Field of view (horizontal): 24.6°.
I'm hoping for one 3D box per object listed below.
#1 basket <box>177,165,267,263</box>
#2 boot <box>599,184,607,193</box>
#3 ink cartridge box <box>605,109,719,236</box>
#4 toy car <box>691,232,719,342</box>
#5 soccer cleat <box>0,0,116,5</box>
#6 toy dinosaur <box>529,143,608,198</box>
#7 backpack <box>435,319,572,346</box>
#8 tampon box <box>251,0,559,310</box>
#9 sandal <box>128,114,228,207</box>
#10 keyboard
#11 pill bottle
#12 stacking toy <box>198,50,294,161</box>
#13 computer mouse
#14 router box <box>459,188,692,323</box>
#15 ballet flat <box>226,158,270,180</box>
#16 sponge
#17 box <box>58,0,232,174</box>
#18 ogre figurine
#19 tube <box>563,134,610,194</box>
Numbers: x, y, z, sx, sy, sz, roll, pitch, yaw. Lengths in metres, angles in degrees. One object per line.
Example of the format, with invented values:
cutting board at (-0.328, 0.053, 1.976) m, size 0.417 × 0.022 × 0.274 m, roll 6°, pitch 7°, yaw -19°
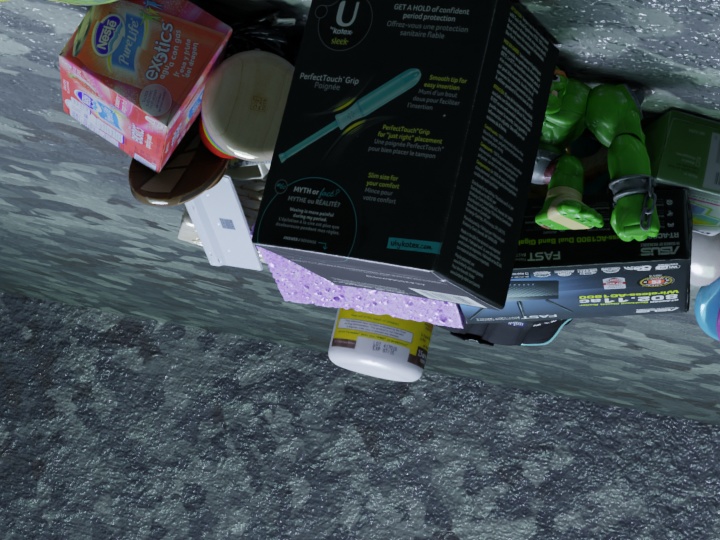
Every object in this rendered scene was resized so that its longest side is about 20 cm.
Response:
basket at (-0.085, -0.074, 1.704) m, size 0.199 × 0.124 × 0.136 m, roll 14°, pitch 171°, yaw -7°
boot at (0.193, -0.049, 1.514) m, size 0.203 × 0.074 × 0.154 m, roll 30°, pitch -158°, yaw 0°
ink cartridge box at (0.270, -0.075, 1.393) m, size 0.103 × 0.060 × 0.200 m, roll 14°, pitch 171°, yaw -7°
toy car at (0.383, 0.019, 1.521) m, size 0.174 × 0.151 × 0.200 m, roll 17°, pitch 170°, yaw -26°
soccer cleat at (-0.236, -0.220, 1.213) m, size 0.199 × 0.065 × 0.084 m, roll 6°, pitch 172°, yaw 36°
toy dinosaur at (0.137, -0.061, 1.369) m, size 0.200 × 0.061 × 0.106 m, roll -32°, pitch 137°, yaw 32°
backpack at (0.143, -0.005, 1.689) m, size 0.175 × 0.154 × 0.200 m, roll 13°, pitch 154°, yaw 0°
tampon box at (0.036, -0.090, 1.181) m, size 0.149 × 0.201 × 0.126 m, roll 9°, pitch 171°, yaw 29°
sandal at (-0.154, -0.104, 1.491) m, size 0.081 × 0.055 × 0.200 m, roll 4°, pitch -149°, yaw 4°
keyboard at (-0.136, -0.047, 1.600) m, size 0.056 × 0.011 × 0.200 m, roll 3°, pitch 155°, yaw 8°
pill bottle at (0.036, 0.016, 1.836) m, size 0.109 × 0.201 × 0.109 m, roll 13°, pitch 171°, yaw 2°
stacking toy at (-0.098, -0.128, 1.355) m, size 0.085 × 0.086 × 0.200 m, roll 15°, pitch 178°, yaw -12°
computer mouse at (-0.023, -0.158, 1.352) m, size 0.199 × 0.053 × 0.138 m, roll 31°, pitch 167°, yaw -23°
router box at (0.173, -0.008, 1.366) m, size 0.199 × 0.062 × 0.150 m, roll -3°, pitch 162°, yaw 10°
ballet flat at (-0.093, -0.119, 1.563) m, size 0.200 × 0.072 × 0.072 m, roll -3°, pitch 163°, yaw 43°
sponge at (0.000, 0.000, 1.592) m, size 0.199 × 0.030 × 0.112 m, roll 7°, pitch 145°, yaw 23°
box at (-0.175, -0.159, 1.327) m, size 0.102 × 0.095 × 0.200 m, roll 33°, pitch 169°, yaw -3°
ogre figurine at (0.135, -0.096, 1.267) m, size 0.199 × 0.121 × 0.098 m, roll 5°, pitch 164°, yaw 33°
tube at (0.127, -0.120, 1.382) m, size 0.199 × 0.051 × 0.077 m, roll 25°, pitch 166°, yaw -34°
